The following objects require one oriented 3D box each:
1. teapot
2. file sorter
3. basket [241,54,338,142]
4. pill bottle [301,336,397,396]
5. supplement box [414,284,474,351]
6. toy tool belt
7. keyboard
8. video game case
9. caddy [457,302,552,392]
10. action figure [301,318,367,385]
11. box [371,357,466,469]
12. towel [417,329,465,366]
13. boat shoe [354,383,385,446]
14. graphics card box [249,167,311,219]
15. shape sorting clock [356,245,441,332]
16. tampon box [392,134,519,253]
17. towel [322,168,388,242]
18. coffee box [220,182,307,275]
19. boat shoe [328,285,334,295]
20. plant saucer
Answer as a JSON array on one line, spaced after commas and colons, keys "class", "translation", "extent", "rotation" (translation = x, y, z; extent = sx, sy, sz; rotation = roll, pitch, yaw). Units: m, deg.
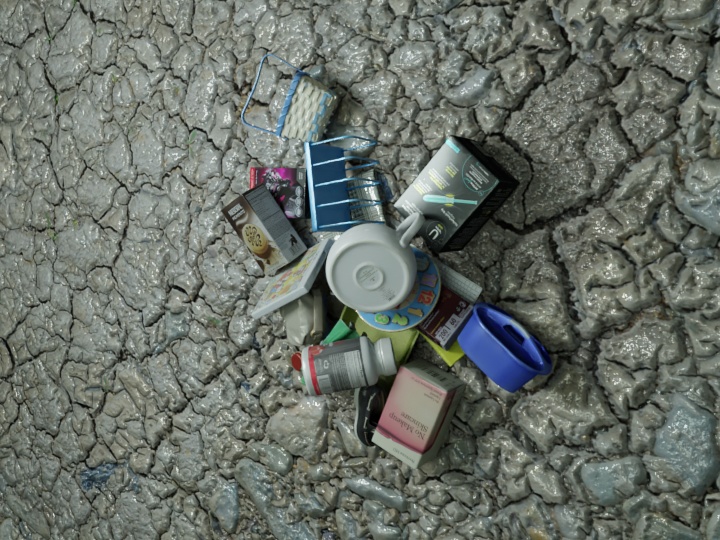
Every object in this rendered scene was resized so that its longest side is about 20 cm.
[{"class": "teapot", "translation": [0.029, -0.022, 1.381], "extent": [0.200, 0.146, 0.198], "rotation": [3, 118, 7]}, {"class": "file sorter", "translation": [-0.029, -0.194, 1.507], "extent": [0.123, 0.139, 0.200], "rotation": [-7, 89, 32]}, {"class": "basket", "translation": [-0.169, -0.396, 1.597], "extent": [0.200, 0.139, 0.176], "rotation": [24, 108, -4]}, {"class": "pill bottle", "translation": [-0.023, 0.208, 1.483], "extent": [0.200, 0.111, 0.111], "rotation": [-11, 88, 3]}, {"class": "supplement box", "translation": [0.141, 0.072, 1.466], "extent": [0.200, 0.061, 0.109], "rotation": [35, 82, 24]}, {"class": "toy tool belt", "translation": [-0.116, 0.136, 1.635], "extent": [0.125, 0.123, 0.200], "rotation": [2, 100, 45]}, {"class": "keyboard", "translation": [0.179, 0.013, 1.504], "extent": [0.200, 0.011, 0.056], "rotation": [34, 110, 25]}, {"class": "video game case", "translation": [-0.164, 0.019, 1.612], "extent": [0.200, 0.182, 0.023], "rotation": [-28, 116, 39]}, {"class": "caddy", "translation": [0.299, 0.150, 1.366], "extent": [0.200, 0.141, 0.105], "rotation": [45, 118, 19]}, {"class": "action figure", "translation": [-0.071, 0.204, 1.571], "extent": [0.118, 0.055, 0.200], "rotation": [42, 108, -15]}, {"class": "box", "translation": [0.130, 0.317, 1.499], "extent": [0.128, 0.109, 0.200], "rotation": [27, 106, 27]}, {"class": "towel", "translation": [0.166, 0.114, 1.487], "extent": [0.086, 0.018, 0.200], "rotation": [-41, 66, -2]}, {"class": "boat shoe", "translation": [0.030, 0.339, 1.553], "extent": [0.060, 0.074, 0.200], "rotation": [24, 127, 39]}, {"class": "graphics card box", "translation": [-0.196, -0.196, 1.681], "extent": [0.200, 0.051, 0.126], "rotation": [8, 99, 36]}, {"class": "shape sorting clock", "translation": [0.075, 0.035, 1.442], "extent": [0.200, 0.039, 0.200], "rotation": [-5, 69, 14]}, {"class": "tampon box", "translation": [0.201, -0.158, 1.409], "extent": [0.150, 0.126, 0.200], "rotation": [49, 117, 20]}, {"class": "towel", "translation": [-0.024, -0.120, 1.603], "extent": [0.192, 0.035, 0.200], "rotation": [-16, 86, 31]}, {"class": "coffee box", "translation": [-0.239, -0.101, 1.657], "extent": [0.113, 0.080, 0.200], "rotation": [-26, 100, 48]}, {"class": "boat shoe", "translation": [0.000, 0.000, 1.565], "extent": [0.200, 0.072, 0.060], "rotation": [-23, 109, 31]}, {"class": "plant saucer", "translation": [0.033, 0.171, 1.582], "extent": [0.200, 0.048, 0.200], "rotation": [31, 109, 25]}]
